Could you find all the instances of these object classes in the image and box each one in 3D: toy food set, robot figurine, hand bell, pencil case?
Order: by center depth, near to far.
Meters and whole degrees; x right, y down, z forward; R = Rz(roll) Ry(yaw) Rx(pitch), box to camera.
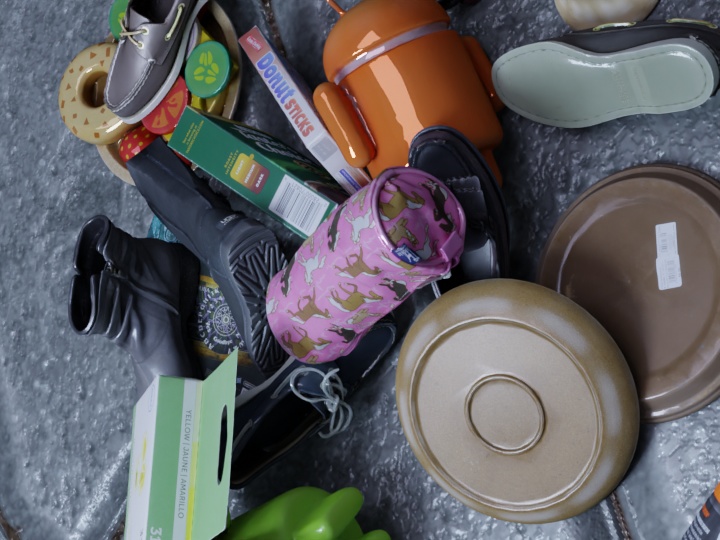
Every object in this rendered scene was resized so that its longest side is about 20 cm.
[{"bbox_3d":[0.145,-0.254,1.273,0.103,0.199,0.106,-7,77,34],"label":"hand bell"},{"bbox_3d":[0.000,0.000,1.285,0.200,0.082,0.088,-40,49,51],"label":"pencil case"},{"bbox_3d":[0.043,-0.140,1.363,0.143,0.117,0.202,-26,86,6],"label":"robot figurine"},{"bbox_3d":[-0.071,0.253,1.381,0.199,0.116,0.176,-30,97,32],"label":"robot figurine"},{"bbox_3d":[-0.192,-0.180,1.591,0.199,0.048,0.200,-53,57,15],"label":"toy food set"}]

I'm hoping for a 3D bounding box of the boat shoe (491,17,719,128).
[{"bbox_3d":[0.196,-0.157,1.308,0.199,0.061,0.072,3,122,39],"label":"boat shoe"}]

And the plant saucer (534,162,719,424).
[{"bbox_3d":[0.215,0.015,1.281,0.198,0.029,0.203,-8,76,34],"label":"plant saucer"}]

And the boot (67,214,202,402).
[{"bbox_3d":[-0.205,0.061,1.469,0.069,0.131,0.203,-14,74,32],"label":"boot"}]

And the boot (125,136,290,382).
[{"bbox_3d":[-0.122,-0.010,1.451,0.200,0.065,0.166,34,146,48],"label":"boot"}]

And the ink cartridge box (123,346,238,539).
[{"bbox_3d":[-0.147,0.154,1.340,0.200,0.047,0.147,131,144,-64],"label":"ink cartridge box"}]

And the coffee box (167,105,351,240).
[{"bbox_3d":[-0.060,-0.073,1.434,0.199,0.122,0.044,34,102,36],"label":"coffee box"}]

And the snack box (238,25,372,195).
[{"bbox_3d":[-0.048,-0.138,1.426,0.024,0.072,0.201,-40,39,7],"label":"snack box"}]

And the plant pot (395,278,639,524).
[{"bbox_3d":[0.113,0.106,1.280,0.198,0.027,0.203,9,112,22],"label":"plant pot"}]

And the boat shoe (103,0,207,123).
[{"bbox_3d":[-0.187,-0.231,1.531,0.072,0.059,0.201,38,103,33],"label":"boat shoe"}]

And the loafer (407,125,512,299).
[{"bbox_3d":[0.082,-0.012,1.297,0.071,0.063,0.202,-10,113,16],"label":"loafer"}]

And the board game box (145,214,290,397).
[{"bbox_3d":[-0.133,0.033,1.522,0.199,0.028,0.137,25,96,36],"label":"board game box"}]

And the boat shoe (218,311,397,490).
[{"bbox_3d":[-0.045,0.104,1.390,0.199,0.075,0.062,-35,39,-4],"label":"boat shoe"}]

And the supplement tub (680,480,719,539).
[{"bbox_3d":[0.269,0.209,1.158,0.107,0.106,0.201,39,104,33],"label":"supplement tub"}]

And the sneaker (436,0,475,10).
[{"bbox_3d":[0.045,-0.276,1.428,0.198,0.075,0.117,-3,83,34],"label":"sneaker"}]
